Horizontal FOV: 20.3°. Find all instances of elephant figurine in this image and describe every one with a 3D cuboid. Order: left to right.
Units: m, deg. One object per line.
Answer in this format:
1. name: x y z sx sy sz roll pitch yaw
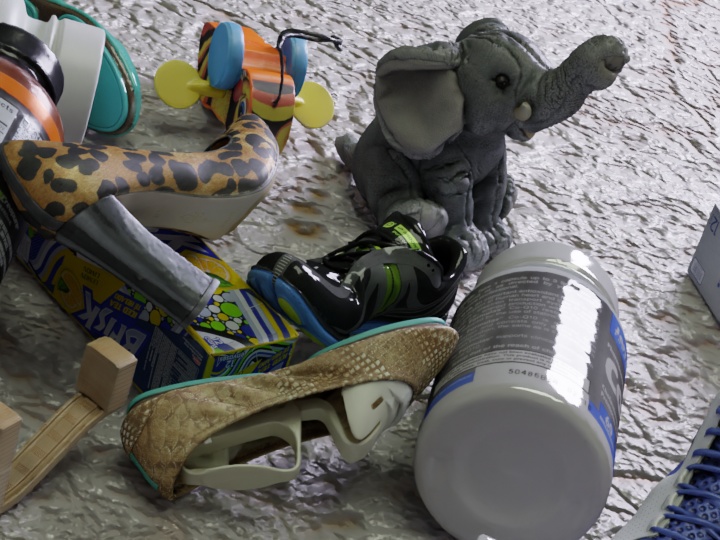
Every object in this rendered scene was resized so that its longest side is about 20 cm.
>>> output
1. elephant figurine: 0.078 -0.115 1.393 0.154 0.201 0.142 15 30 -7

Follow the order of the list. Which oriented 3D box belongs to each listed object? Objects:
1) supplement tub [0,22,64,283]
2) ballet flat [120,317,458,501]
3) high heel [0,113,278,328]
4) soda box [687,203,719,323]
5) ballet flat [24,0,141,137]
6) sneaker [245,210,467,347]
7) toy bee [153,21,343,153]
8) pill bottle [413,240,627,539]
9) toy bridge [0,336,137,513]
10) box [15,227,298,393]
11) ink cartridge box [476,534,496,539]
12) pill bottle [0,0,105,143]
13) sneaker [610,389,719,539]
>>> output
1. supplement tub: -0.233 -0.052 1.146 0.106 0.107 0.201 19 47 -1
2. ballet flat: -0.031 0.083 1.111 0.198 0.071 0.066 -17 59 -11
3. high heel: -0.124 -0.069 1.164 0.142 0.071 0.201 37 35 -12
4. soda box: 0.303 0.034 1.423 0.068 0.064 0.201 6 32 -20
5. ballet flat: -0.212 -0.163 1.439 0.199 0.068 0.070 37 19 23
6. sneaker: 0.000 0.000 1.239 0.071 0.083 0.199 37 19 28
7. toy bee: -0.083 -0.121 1.430 0.129 0.110 0.200 10 5 -2
8. pill bottle: 0.100 0.068 1.192 0.113 0.115 0.200 20 30 1
9. toy bridge: -0.190 0.097 1.015 0.027 0.068 0.200 31 33 20
10. box: -0.127 0.011 1.199 0.070 0.065 0.200 -10 42 -42
11. ink cartridge box: 0.111 0.232 0.959 0.199 0.085 0.145 25 30 10
12. pill bottle: -0.272 -0.138 1.306 0.198 0.115 0.115 13 30 -12
13. sneaker: 0.201 0.127 1.155 0.080 0.116 0.199 29 31 18
